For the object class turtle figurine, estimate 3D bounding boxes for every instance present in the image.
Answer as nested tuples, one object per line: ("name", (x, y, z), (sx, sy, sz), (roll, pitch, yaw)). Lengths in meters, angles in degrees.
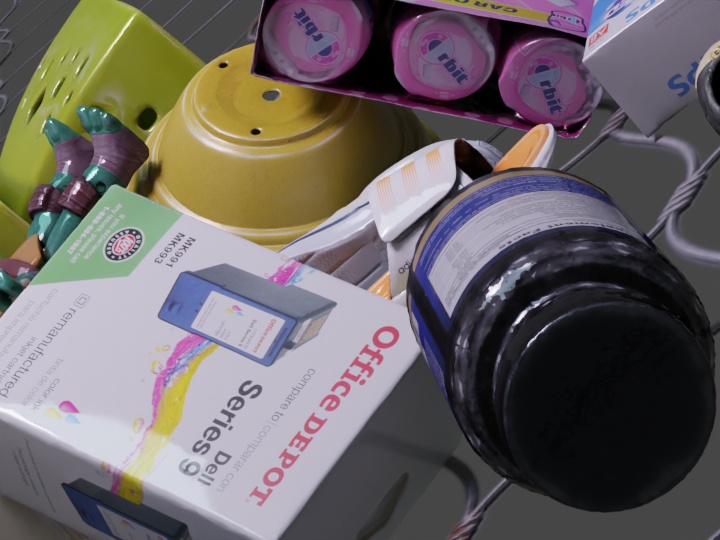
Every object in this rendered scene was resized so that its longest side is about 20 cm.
("turtle figurine", (-0.201, 0.002, 1.705), (0.149, 0.101, 0.201), (8, 59, 49))

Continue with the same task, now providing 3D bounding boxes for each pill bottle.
("pill bottle", (0.084, 0.030, 1.235), (0.112, 0.112, 0.200), (-42, 15, 5))

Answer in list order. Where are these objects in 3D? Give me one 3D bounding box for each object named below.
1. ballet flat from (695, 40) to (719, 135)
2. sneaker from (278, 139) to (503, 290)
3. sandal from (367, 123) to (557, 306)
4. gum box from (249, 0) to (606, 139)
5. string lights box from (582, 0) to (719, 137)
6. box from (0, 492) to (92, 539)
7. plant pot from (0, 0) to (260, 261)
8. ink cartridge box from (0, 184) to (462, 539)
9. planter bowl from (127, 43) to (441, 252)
("ballet flat", (0.193, -0.089, 1.386), (0.066, 0.057, 0.200), (-41, 14, 4))
("sneaker", (0.000, 0.000, 1.627), (0.199, 0.073, 0.071), (-33, 6, 4))
("sandal", (0.017, -0.012, 1.541), (0.207, 0.059, 0.079), (-44, 11, 6))
("gum box", (0.047, -0.140, 1.684), (0.114, 0.199, 0.066), (-76, -3, -64))
("string lights box", (0.183, -0.160, 1.609), (0.103, 0.059, 0.200), (-36, 16, 23))
("box", (-0.174, 0.149, 1.560), (0.109, 0.128, 0.200), (-42, 14, 9))
("plant pot", (-0.142, -0.046, 1.912), (0.182, 0.199, 0.200), (-51, 16, -4))
("ink cartridge box", (-0.072, 0.064, 1.397), (0.199, 0.088, 0.145), (24, 60, 27))
("planter bowl", (-0.048, -0.074, 1.718), (0.199, 0.084, 0.201), (-4, 43, 4))
